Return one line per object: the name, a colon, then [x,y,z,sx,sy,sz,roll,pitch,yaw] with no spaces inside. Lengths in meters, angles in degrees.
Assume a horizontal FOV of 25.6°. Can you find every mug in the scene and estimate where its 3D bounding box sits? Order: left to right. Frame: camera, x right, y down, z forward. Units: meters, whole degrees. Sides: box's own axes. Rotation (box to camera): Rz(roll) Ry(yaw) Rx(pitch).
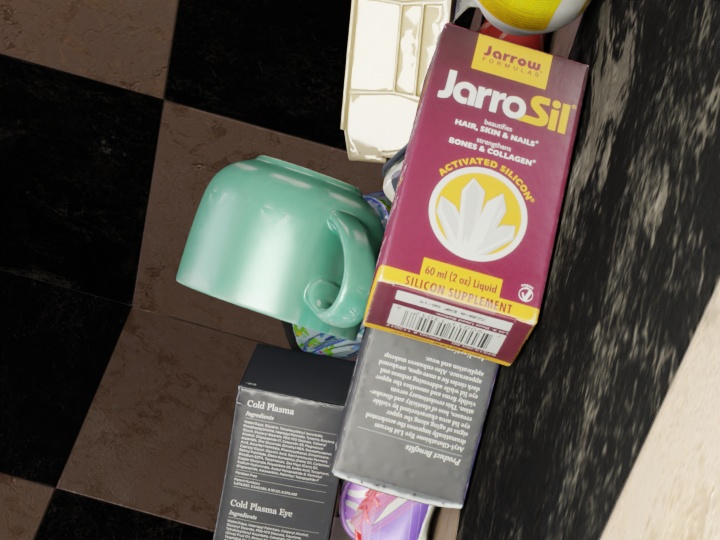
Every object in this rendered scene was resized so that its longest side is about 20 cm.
mug: [-0.044,-0.018,1.242,0.152,0.183,0.116,20,-92,-66]

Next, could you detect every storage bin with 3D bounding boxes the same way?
storage bin: [0.041,-0.207,1.525,0.200,0.092,0.201,-61,-24,-82]

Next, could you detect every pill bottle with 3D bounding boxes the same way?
pill bottle: [0.130,-0.234,1.138,0.200,0.103,0.106,109,176,-80]

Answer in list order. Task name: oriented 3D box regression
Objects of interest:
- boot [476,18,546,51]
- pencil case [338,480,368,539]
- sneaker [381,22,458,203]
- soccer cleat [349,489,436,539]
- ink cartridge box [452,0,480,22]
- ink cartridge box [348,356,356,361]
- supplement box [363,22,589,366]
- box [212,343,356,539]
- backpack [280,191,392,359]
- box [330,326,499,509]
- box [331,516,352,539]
boot: [0.150,-0.247,1.525,0.200,0.072,0.146,-151,77,-82]
pencil case: [0.021,0.203,1.492,0.200,0.084,0.085,-100,11,-85]
sneaker: [0.067,-0.097,1.231,0.130,0.079,0.199,-49,-18,-6]
soccer cleat: [0.031,0.196,1.344,0.068,0.072,0.202,107,178,-75]
ink cartridge box: [0.148,-0.303,1.394,0.200,0.039,0.100,-43,31,51]
ink cartridge box: [0.004,0.112,1.738,0.201,0.160,0.051,-76,-1,-48]
supplement box: [0.080,-0.052,1.084,0.086,0.109,0.202,108,177,-67]
box: [-0.069,0.181,1.451,0.200,0.103,0.185,-84,4,-81]
backpack: [0.000,0.000,1.520,0.153,0.198,0.166,7,-103,-48]
box: [0.049,0.071,1.231,0.148,0.103,0.203,126,159,-88]
box: [-0.020,0.369,1.665,0.095,0.077,0.202,-74,-1,-61]
